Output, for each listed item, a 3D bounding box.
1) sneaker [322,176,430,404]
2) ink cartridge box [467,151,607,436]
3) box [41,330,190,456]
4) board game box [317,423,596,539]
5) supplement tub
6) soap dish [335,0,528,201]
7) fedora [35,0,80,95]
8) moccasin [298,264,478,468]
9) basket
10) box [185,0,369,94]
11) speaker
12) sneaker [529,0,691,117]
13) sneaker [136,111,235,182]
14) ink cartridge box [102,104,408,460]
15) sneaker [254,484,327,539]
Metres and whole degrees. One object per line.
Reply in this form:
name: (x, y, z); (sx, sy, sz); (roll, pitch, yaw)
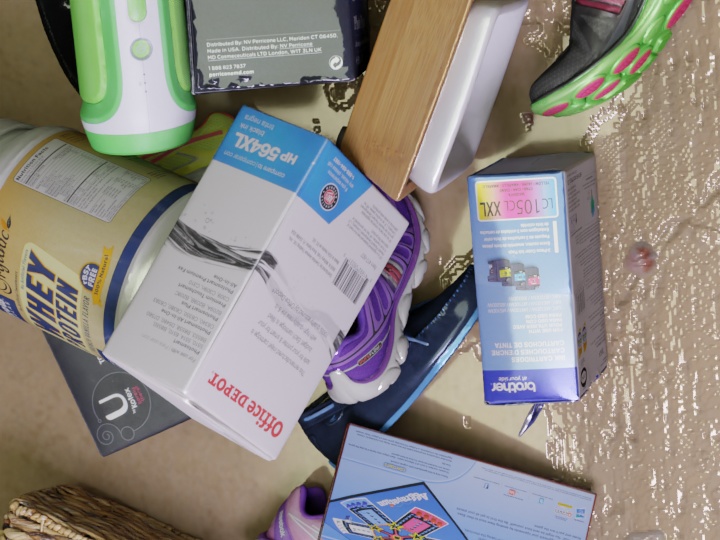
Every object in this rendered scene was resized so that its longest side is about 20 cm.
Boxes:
sneaker: (0.000, 0.000, 1.605); (0.081, 0.200, 0.083); (-14, 138, 22)
ink cartridge box: (0.134, 0.019, 1.590); (0.076, 0.136, 0.200); (-4, 97, 16)
box: (-0.125, 0.045, 1.674); (0.200, 0.106, 0.122); (-25, 90, 17)
board game box: (0.073, 0.192, 1.637); (0.200, 0.019, 0.103); (17, 73, -6)
supplement tub: (-0.197, -0.020, 1.563); (0.200, 0.144, 0.145); (23, 104, 24)
soap dish: (0.054, -0.142, 1.551); (0.081, 0.200, 0.157); (21, 103, 7)
fedora: (-0.188, -0.225, 1.645); (0.092, 0.201, 0.201); (-15, 96, -20)
moccasin: (0.023, 0.068, 1.654); (0.068, 0.080, 0.200); (40, 105, 1)
basket: (-0.196, 0.276, 1.706); (0.200, 0.143, 0.149); (23, 98, 15)
box: (-0.061, -0.234, 1.559); (0.123, 0.200, 0.199); (-5, 98, 3)
speaker: (-0.163, -0.186, 1.508); (0.088, 0.088, 0.200); (0, 108, 14)
sneaker: (0.188, -0.197, 1.586); (0.084, 0.077, 0.200); (42, 103, 23)
sneaker: (-0.167, -0.068, 1.693); (0.200, 0.078, 0.090); (-15, 65, 23)
ink cartridge box: (-0.070, 0.011, 1.490); (0.084, 0.146, 0.200); (24, 79, 31)
sneaker: (0.003, 0.227, 1.671); (0.200, 0.080, 0.089); (24, 89, 31)
